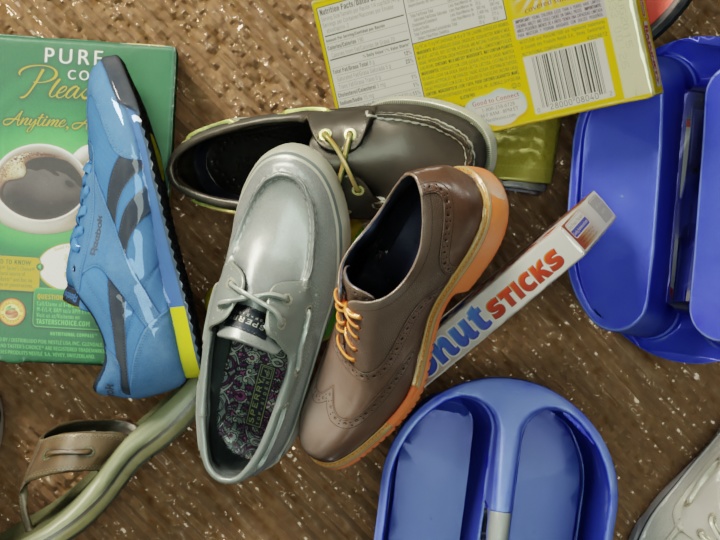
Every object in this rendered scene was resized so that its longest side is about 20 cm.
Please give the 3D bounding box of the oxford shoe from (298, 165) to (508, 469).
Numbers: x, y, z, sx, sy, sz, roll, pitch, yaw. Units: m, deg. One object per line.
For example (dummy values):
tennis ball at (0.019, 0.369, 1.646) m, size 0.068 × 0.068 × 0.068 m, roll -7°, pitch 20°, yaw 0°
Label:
oxford shoe at (0.005, 0.025, 0.910) m, size 0.071 × 0.073 × 0.201 m, roll 42°, pitch 114°, yaw 38°

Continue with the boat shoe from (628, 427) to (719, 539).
boat shoe at (0.230, 0.151, 1.006) m, size 0.071 × 0.070 × 0.200 m, roll 37°, pitch 92°, yaw -3°

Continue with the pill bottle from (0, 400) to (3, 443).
pill bottle at (-0.279, 0.101, 0.934) m, size 0.110 × 0.200 × 0.112 m, roll 0°, pitch 93°, yaw -1°

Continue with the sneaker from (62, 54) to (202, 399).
sneaker at (-0.147, -0.023, 0.952) m, size 0.078 × 0.066 × 0.202 m, roll -11°, pitch 95°, yaw 0°

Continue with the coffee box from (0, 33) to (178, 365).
coffee box at (-0.176, -0.043, 1.005) m, size 0.122 × 0.044 × 0.202 m, roll 2°, pitch 94°, yaw -2°

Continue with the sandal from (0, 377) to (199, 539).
sandal at (-0.164, 0.111, 1.000) m, size 0.201 × 0.080 × 0.057 m, roll -43°, pitch 98°, yaw -7°

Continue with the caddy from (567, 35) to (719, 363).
caddy at (0.200, -0.043, 0.981) m, size 0.140 × 0.105 × 0.202 m, roll 6°, pitch 94°, yaw 23°

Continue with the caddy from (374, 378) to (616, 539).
caddy at (0.078, 0.163, 0.979) m, size 0.140 × 0.105 × 0.202 m, roll 7°, pitch 93°, yaw 0°

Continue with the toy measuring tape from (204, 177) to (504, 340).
toy measuring tape at (0.000, 0.000, 0.992) m, size 0.199 × 0.074 × 0.074 m, roll -17°, pitch 93°, yaw 3°

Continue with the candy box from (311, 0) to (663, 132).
candy box at (0.070, -0.131, 0.946) m, size 0.199 × 0.026 × 0.103 m, roll -10°, pitch 92°, yaw 28°

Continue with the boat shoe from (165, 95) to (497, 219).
boat shoe at (-0.020, -0.062, 0.956) m, size 0.200 × 0.060 × 0.072 m, roll -2°, pitch 100°, yaw 27°

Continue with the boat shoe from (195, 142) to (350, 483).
boat shoe at (-0.053, 0.030, 0.927) m, size 0.070 × 0.072 × 0.202 m, roll 14°, pitch 108°, yaw 11°

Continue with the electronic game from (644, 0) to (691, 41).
electronic game at (0.114, -0.214, 0.947) m, size 0.199 × 0.042 × 0.202 m, roll 1°, pitch 93°, yaw 23°

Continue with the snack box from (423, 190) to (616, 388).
snack box at (0.065, 0.030, 0.954) m, size 0.024 × 0.072 × 0.200 m, roll 48°, pitch 120°, yaw 0°

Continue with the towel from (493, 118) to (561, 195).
towel at (0.063, -0.150, 1.011) m, size 0.142 × 0.023 × 0.202 m, roll 9°, pitch 93°, yaw 0°
